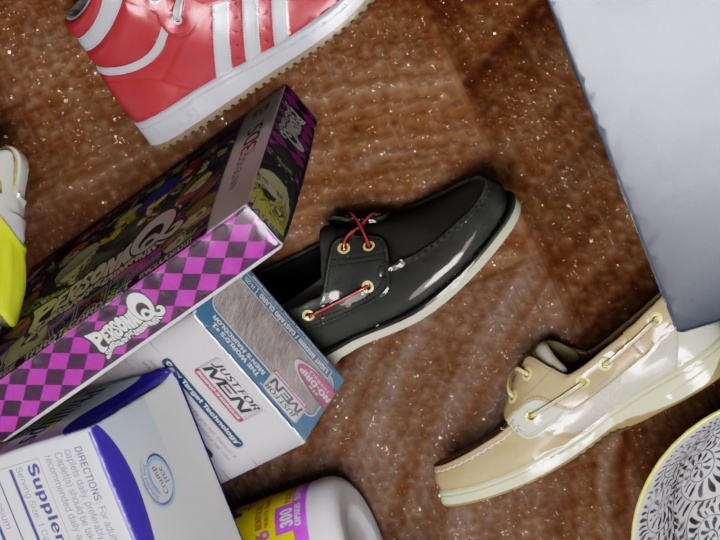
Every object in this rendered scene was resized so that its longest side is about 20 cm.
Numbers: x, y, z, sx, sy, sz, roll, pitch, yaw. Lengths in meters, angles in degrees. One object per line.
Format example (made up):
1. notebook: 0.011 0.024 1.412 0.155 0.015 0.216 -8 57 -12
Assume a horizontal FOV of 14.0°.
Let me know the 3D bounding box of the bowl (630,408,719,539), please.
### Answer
1. bowl: 0.257 0.140 1.696 0.199 0.094 0.202 2 113 6

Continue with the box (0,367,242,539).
1. box: -0.170 0.176 1.633 0.199 0.105 0.185 -17 99 29

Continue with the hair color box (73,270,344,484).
1. hair color box: -0.113 0.077 1.687 0.200 0.061 0.100 -28 109 42

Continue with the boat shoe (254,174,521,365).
1. boat shoe: 0.000 0.001 1.676 0.201 0.074 0.063 -31 115 22

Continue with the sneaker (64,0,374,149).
1. sneaker: -0.073 -0.162 1.617 0.200 0.071 0.113 -34 109 20

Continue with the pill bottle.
1. pill bottle: -0.085 0.201 1.753 0.199 0.104 0.105 -21 109 13

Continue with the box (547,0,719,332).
1. box: 0.190 -0.107 1.543 0.123 0.197 0.201 -19 109 13

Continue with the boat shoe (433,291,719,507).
1. boat shoe: 0.122 0.069 1.700 0.199 0.074 0.067 -30 94 15

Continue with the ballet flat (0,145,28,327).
1. ballet flat: -0.226 -0.064 1.645 0.067 0.067 0.200 -33 72 -1

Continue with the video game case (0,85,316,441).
1. video game case: -0.118 -0.006 1.628 0.200 0.181 0.036 -34 106 19
